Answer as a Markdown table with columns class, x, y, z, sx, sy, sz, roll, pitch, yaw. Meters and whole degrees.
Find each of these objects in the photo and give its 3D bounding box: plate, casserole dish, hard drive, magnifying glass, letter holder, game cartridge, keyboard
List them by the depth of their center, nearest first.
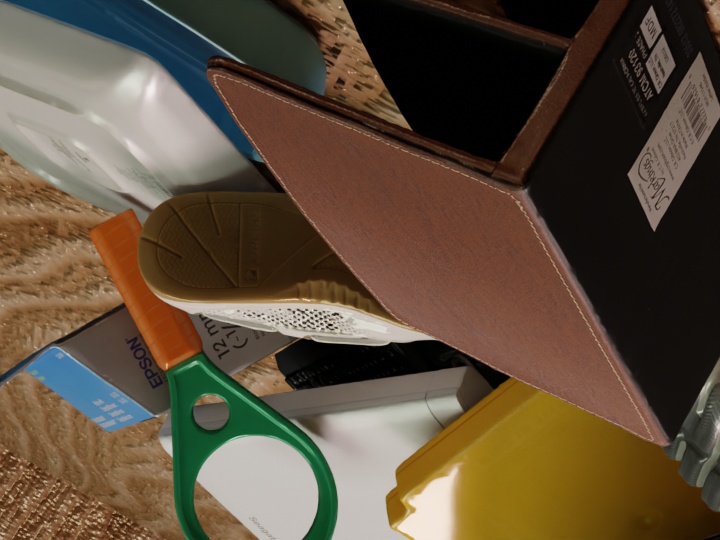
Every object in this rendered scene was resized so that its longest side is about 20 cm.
| class | x | y | z | sx | sy | sz | roll | pitch | yaw |
| --- | --- | --- | --- | --- | --- | --- | --- | --- | --- |
| letter holder | 0.051 | -0.041 | 0.706 | 0.142 | 0.101 | 0.200 | 22 | 163 | 31 |
| casserole dish | -0.094 | -0.113 | 0.850 | 0.200 | 0.039 | 0.121 | 31 | 164 | -10 |
| plate | -0.133 | -0.067 | 0.951 | 0.200 | 0.032 | 0.200 | 21 | 164 | 32 |
| game cartridge | 0.136 | 0.111 | 0.953 | 0.200 | 0.176 | 0.032 | 39 | -155 | -27 |
| magnifying glass | -0.078 | 0.063 | 0.977 | 0.200 | 0.080 | 0.022 | 62 | 180 | -4 |
| hard drive | 0.008 | 0.108 | 1.026 | 0.200 | 0.027 | 0.132 | -10 | 134 | 39 |
| keyboard | 0.004 | 0.078 | 1.064 | 0.104 | 0.040 | 0.200 | 43 | 163 | -5 |

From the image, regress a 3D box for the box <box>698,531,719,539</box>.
| class | x | y | z | sx | sy | sz | roll | pitch | yaw |
| --- | --- | --- | --- | --- | --- | --- | --- | --- | --- |
| box | 0.165 | 0.232 | 0.917 | 0.117 | 0.197 | 0.200 | 50 | 147 | 44 |

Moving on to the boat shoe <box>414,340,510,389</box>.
| class | x | y | z | sx | sy | sz | roll | pitch | yaw |
| --- | --- | --- | --- | --- | --- | --- | --- | --- | --- |
| boat shoe | 0.077 | 0.056 | 1.032 | 0.075 | 0.062 | 0.200 | 40 | 161 | -30 |

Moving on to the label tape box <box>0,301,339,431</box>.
| class | x | y | z | sx | sy | sz | roll | pitch | yaw |
| --- | --- | --- | --- | --- | --- | --- | --- | --- | --- |
| label tape box | -0.108 | 0.042 | 1.063 | 0.066 | 0.200 | 0.143 | 59 | 162 | -2 |

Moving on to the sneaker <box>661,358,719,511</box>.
| class | x | y | z | sx | sy | sz | roll | pitch | yaw |
| --- | --- | --- | --- | --- | --- | --- | --- | --- | --- |
| sneaker | 0.196 | 0.062 | 0.824 | 0.200 | 0.115 | 0.075 | 61 | 160 | 25 |

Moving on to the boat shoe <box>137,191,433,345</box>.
| class | x | y | z | sx | sy | sz | roll | pitch | yaw |
| --- | --- | --- | --- | --- | --- | --- | --- | --- | --- |
| boat shoe | 0.000 | 0.000 | 0.915 | 0.200 | 0.071 | 0.069 | 6 | 163 | 5 |
